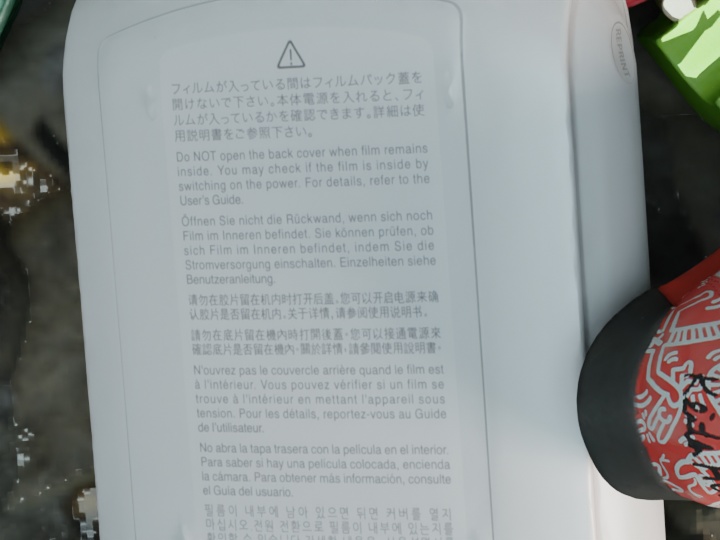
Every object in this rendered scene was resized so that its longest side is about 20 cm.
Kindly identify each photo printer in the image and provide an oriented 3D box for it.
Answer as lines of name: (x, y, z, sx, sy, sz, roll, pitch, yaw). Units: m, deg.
photo printer: (0.000, 0.000, 0.834, 0.166, 0.069, 0.200, -2, 97, 24)

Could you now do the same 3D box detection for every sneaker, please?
sneaker: (0.152, -0.007, 0.779, 0.108, 0.201, 0.067, 1, 125, 45)

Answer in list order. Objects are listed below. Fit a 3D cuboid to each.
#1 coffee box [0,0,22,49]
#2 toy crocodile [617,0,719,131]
coffee box: (-0.125, -0.159, 0.840, 0.123, 0.044, 0.200, 25, 102, -4)
toy crocodile: (0.063, -0.129, 0.832, 0.067, 0.062, 0.200, -25, 100, 7)
